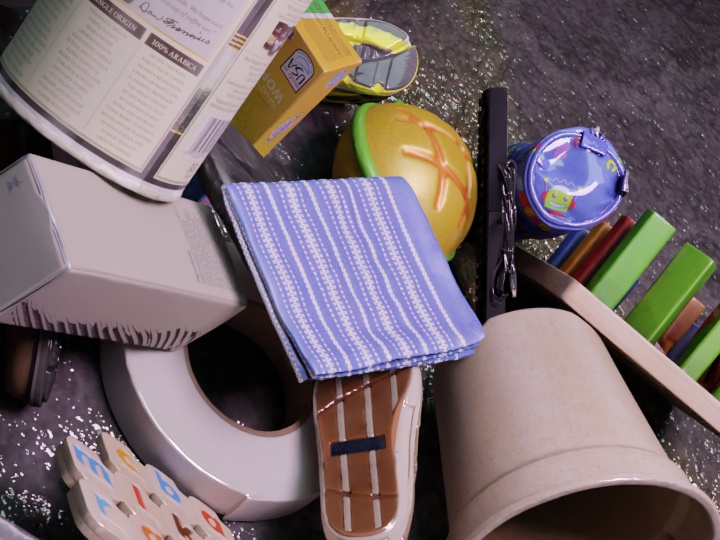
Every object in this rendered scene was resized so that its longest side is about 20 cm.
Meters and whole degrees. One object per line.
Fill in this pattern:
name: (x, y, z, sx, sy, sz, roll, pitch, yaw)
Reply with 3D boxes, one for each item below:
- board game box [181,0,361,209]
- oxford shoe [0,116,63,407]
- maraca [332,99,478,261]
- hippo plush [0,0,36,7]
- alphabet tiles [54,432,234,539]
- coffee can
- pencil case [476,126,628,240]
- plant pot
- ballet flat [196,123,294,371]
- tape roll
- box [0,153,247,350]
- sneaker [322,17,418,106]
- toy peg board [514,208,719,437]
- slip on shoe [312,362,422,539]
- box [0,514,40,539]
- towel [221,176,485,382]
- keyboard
board game box: (-0.105, -0.149, 1.288, 0.040, 0.200, 0.153, -24, 77, -46)
oxford shoe: (-0.234, -0.004, 1.188, 0.084, 0.073, 0.201, -5, 66, -13)
maraca: (0.040, -0.072, 1.433, 0.138, 0.107, 0.200, 63, 18, -6)
hippo plush: (-0.286, -0.198, 1.241, 0.200, 0.159, 0.161, 39, 71, 18)
alphabet tiles: (-0.104, 0.178, 1.107, 0.200, 0.015, 0.196, 41, 7, -31)
coffee can: (-0.119, -0.165, 1.147, 0.146, 0.200, 0.146, 35, 10, -7)
pencil case: (0.146, -0.069, 1.447, 0.078, 0.200, 0.087, 33, 84, -8)
plant pot: (0.135, 0.137, 1.314, 0.200, 0.201, 0.184, 17, 40, -31)
ballet flat: (-0.071, -0.017, 1.245, 0.201, 0.057, 0.066, 62, 33, -5)
tape roll: (-0.085, 0.074, 1.268, 0.202, 0.037, 0.204, 22, 48, -27)
box: (-0.157, -0.007, 1.136, 0.200, 0.068, 0.082, 17, 47, -60)
sneaker: (-0.057, -0.169, 1.445, 0.199, 0.085, 0.075, 18, 72, -4)
toy peg board: (0.237, 0.031, 1.446, 0.200, 0.098, 0.199, 40, 1, -11)
slip on shoe: (0.008, 0.123, 1.246, 0.076, 0.061, 0.201, -8, 42, 5)
box: (-0.162, 0.227, 1.010, 0.200, 0.122, 0.106, 35, 71, -14)
towel: (0.000, 0.000, 1.245, 0.200, 0.024, 0.145, -6, 68, -53)
keyboard: (0.100, -0.039, 1.399, 0.020, 0.127, 0.201, 0, 92, -7)
